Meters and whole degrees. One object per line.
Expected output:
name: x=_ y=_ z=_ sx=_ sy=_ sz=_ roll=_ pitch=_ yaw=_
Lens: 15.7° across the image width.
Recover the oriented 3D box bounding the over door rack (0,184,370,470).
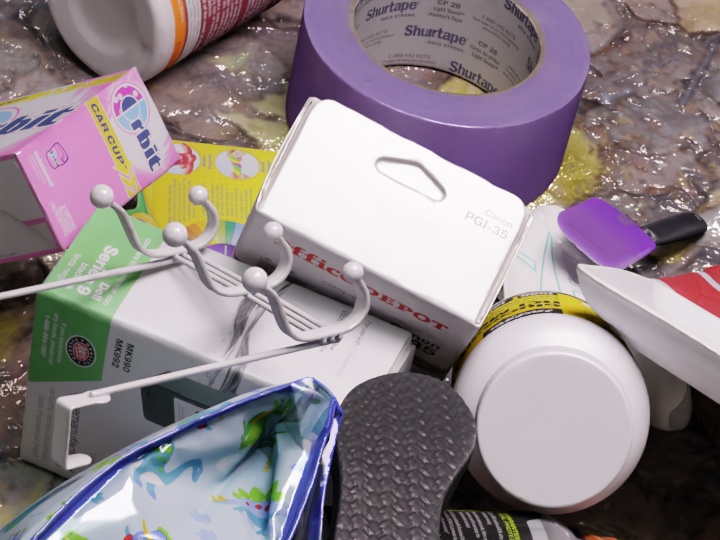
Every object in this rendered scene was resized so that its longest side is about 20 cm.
over door rack: x=-0.115 y=0.015 z=1.345 sx=0.199 sy=0.067 sz=0.147 roll=-24 pitch=34 yaw=-33

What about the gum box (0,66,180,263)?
gum box: x=-0.222 y=-0.053 z=1.566 sx=0.199 sy=0.066 sz=0.113 roll=-9 pitch=23 yaw=42

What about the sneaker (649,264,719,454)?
sneaker: x=0.260 y=0.063 z=1.635 sx=0.112 sy=0.072 sz=0.200 roll=-17 pitch=48 yaw=-25

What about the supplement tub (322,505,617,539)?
supplement tub: x=0.042 y=0.189 z=1.401 sx=0.198 sy=0.123 sz=0.123 roll=3 pitch=43 yaw=-11

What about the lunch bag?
lunch bag: x=-0.108 y=0.146 z=1.329 sx=0.128 sy=0.170 sz=0.200 roll=48 pitch=52 yaw=-6

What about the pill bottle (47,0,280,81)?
pill bottle: x=-0.113 y=-0.219 z=1.810 sx=0.114 sy=0.115 sz=0.200 roll=35 pitch=46 yaw=22

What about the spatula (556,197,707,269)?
spatula: x=0.184 y=-0.026 z=1.695 sx=0.056 sy=0.021 sz=0.200 roll=41 pitch=19 yaw=19

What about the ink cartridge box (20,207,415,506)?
ink cartridge box: x=-0.083 y=0.072 z=1.478 sx=0.199 sy=0.147 sz=0.084 roll=22 pitch=44 yaw=10

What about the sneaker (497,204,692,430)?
sneaker: x=0.135 y=0.040 z=1.638 sx=0.080 sy=0.071 sz=0.200 roll=-20 pitch=44 yaw=-22

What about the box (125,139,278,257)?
box: x=-0.066 y=-0.024 z=1.663 sx=0.198 sy=0.049 sz=0.118 roll=8 pitch=43 yaw=-10

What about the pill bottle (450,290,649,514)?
pill bottle: x=0.107 y=0.075 z=1.483 sx=0.112 sy=0.113 sz=0.200 roll=14 pitch=5 yaw=0

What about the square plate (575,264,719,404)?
square plate: x=0.221 y=0.062 z=1.487 sx=0.198 sy=0.029 sz=0.200 roll=34 pitch=9 yaw=17

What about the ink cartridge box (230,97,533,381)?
ink cartridge box: x=0.000 y=0.000 z=1.513 sx=0.146 sy=0.200 sz=0.083 roll=27 pitch=67 yaw=0

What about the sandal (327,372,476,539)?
sandal: x=0.012 y=0.122 z=1.336 sx=0.075 sy=0.048 sz=0.201 roll=19 pitch=35 yaw=-2

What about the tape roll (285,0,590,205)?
tape roll: x=0.052 y=-0.131 z=1.782 sx=0.198 sy=0.085 sz=0.201 roll=7 pitch=41 yaw=-6
